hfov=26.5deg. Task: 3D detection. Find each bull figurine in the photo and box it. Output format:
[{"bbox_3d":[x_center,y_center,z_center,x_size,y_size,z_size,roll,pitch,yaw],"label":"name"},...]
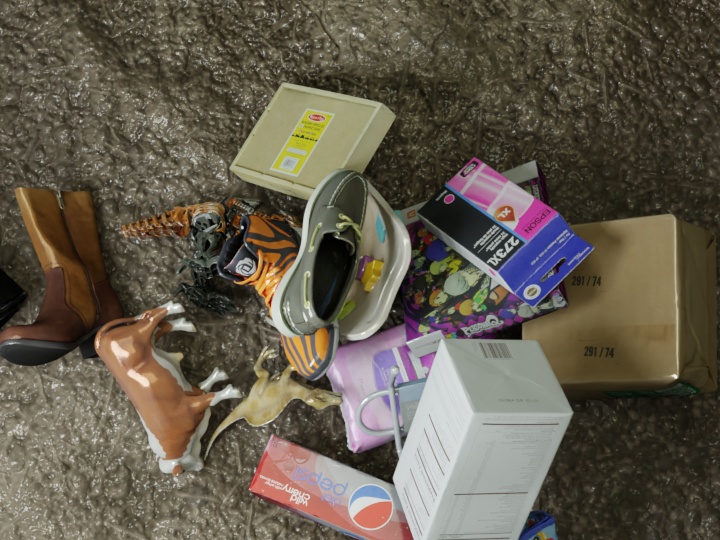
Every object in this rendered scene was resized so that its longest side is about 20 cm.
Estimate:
[{"bbox_3d":[-0.210,0.131,1.699,0.121,0.065,0.201,-34,103,-8],"label":"bull figurine"}]

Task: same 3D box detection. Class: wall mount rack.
[{"bbox_3d":[0.094,0.135,1.624,0.199,0.175,0.075,-13,37,-6],"label":"wall mount rack"}]

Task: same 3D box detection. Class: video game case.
[{"bbox_3d":[0.130,-0.015,1.698,0.180,0.036,0.201,-20,46,18],"label":"video game case"}]

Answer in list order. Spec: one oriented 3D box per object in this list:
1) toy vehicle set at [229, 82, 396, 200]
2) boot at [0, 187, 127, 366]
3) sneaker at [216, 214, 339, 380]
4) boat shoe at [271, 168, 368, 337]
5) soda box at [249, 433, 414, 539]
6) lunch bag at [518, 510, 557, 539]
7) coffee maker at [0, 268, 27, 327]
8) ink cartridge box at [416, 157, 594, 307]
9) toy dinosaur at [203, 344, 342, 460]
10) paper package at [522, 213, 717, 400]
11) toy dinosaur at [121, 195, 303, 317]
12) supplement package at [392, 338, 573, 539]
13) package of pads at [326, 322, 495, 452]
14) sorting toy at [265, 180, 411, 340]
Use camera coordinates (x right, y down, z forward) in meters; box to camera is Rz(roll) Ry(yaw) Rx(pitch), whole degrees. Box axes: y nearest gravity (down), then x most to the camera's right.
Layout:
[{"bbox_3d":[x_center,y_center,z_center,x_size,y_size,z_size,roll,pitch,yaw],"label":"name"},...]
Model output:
[{"bbox_3d":[-0.057,-0.144,1.734,0.026,0.199,0.125,39,78,-37],"label":"toy vehicle set"},{"bbox_3d":[-0.346,-0.001,1.702,0.068,0.188,0.201,-24,78,40],"label":"boot"},{"bbox_3d":[-0.096,0.025,1.633,0.078,0.112,0.201,-42,49,27],"label":"sneaker"},{"bbox_3d":[-0.028,-0.022,1.592,0.072,0.060,0.203,41,57,-33],"label":"boat shoe"},{"bbox_3d":[-0.021,0.254,1.704,0.199,0.063,0.070,22,78,4],"label":"soda box"},{"bbox_3d":[0.141,0.349,1.651,0.199,0.094,0.151,-21,117,-13],"label":"lunch bag"},{"bbox_3d":[-0.476,-0.006,1.690,0.200,0.192,0.135,45,42,-2],"label":"coffee maker"},{"bbox_3d":[0.154,-0.044,1.658,0.095,0.037,0.200,-43,46,-7],"label":"ink cartridge box"},{"bbox_3d":[-0.107,0.140,1.706,0.058,0.199,0.101,50,36,-27],"label":"toy dinosaur"},{"bbox_3d":[0.283,0.044,1.685,0.199,0.103,0.192,-7,77,36],"label":"paper package"},{"bbox_3d":[-0.167,-0.030,1.759,0.198,0.102,0.137,-7,54,12],"label":"toy dinosaur"},{"bbox_3d":[0.119,0.180,1.552,0.113,0.201,0.110,3,38,-20],"label":"supplement package"},{"bbox_3d":[0.063,0.119,1.726,0.199,0.076,0.121,-19,83,-4],"label":"package of pads"},{"bbox_3d":[0.000,0.000,1.678,0.106,0.180,0.201,22,94,-23],"label":"sorting toy"}]
